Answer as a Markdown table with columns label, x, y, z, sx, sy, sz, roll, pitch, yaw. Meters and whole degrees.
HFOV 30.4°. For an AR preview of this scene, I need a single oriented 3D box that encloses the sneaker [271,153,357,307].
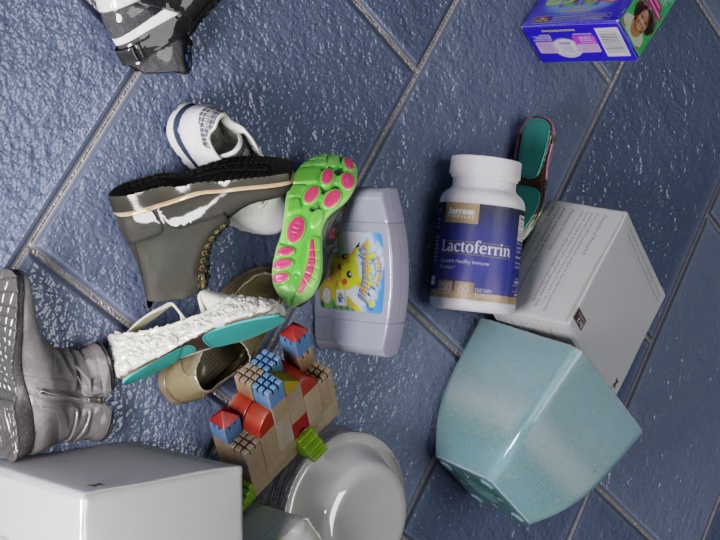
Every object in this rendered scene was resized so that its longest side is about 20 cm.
| label | x | y | z | sx | sy | sz | roll | pitch | yaw |
| --- | --- | --- | --- | --- | --- | --- | --- | --- | --- |
| sneaker | -0.059 | -0.048 | 1.542 | 0.076 | 0.084 | 0.201 | 20 | 67 | 3 |

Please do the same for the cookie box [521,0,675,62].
| label | x | y | z | sx | sy | sz | roll | pitch | yaw |
| --- | --- | --- | --- | --- | --- | --- | --- | --- | --- |
| cookie box | 0.349 | -0.385 | 1.853 | 0.201 | 0.170 | 0.075 | -55 | 128 | -24 |

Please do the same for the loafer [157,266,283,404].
| label | x | y | z | sx | sy | sz | roll | pitch | yaw |
| --- | --- | --- | --- | --- | --- | --- | --- | --- | --- |
| loafer | -0.144 | 0.077 | 1.505 | 0.200 | 0.067 | 0.076 | -53 | 125 | -26 |

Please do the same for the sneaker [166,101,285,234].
| label | x | y | z | sx | sy | sz | roll | pitch | yaw |
| --- | --- | --- | --- | --- | --- | --- | --- | --- | --- |
| sneaker | -0.134 | -0.107 | 1.492 | 0.200 | 0.080 | 0.077 | 48 | 59 | -38 |

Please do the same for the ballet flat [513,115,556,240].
| label | x | y | z | sx | sy | sz | roll | pitch | yaw |
| --- | --- | --- | --- | --- | --- | --- | --- | --- | --- |
| ballet flat | 0.232 | -0.115 | 1.846 | 0.071 | 0.069 | 0.202 | 40 | 64 | -66 |

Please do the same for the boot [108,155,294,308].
| label | x | y | z | sx | sy | sz | roll | pitch | yaw |
| --- | --- | --- | --- | --- | --- | --- | --- | --- | --- |
| boot | -0.157 | -0.041 | 1.429 | 0.078 | 0.198 | 0.139 | -71 | 151 | -66 |

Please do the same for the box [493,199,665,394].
| label | x | y | z | sx | sy | sz | roll | pitch | yaw |
| --- | --- | --- | --- | --- | --- | --- | --- | --- | --- |
| box | 0.307 | 0.044 | 1.854 | 0.201 | 0.130 | 0.199 | -58 | 137 | -23 |

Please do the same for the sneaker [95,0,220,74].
| label | x | y | z | sx | sy | sz | roll | pitch | yaw |
| --- | --- | --- | --- | --- | --- | --- | --- | --- | --- |
| sneaker | -0.187 | -0.275 | 1.443 | 0.199 | 0.073 | 0.113 | -28 | 115 | -29 |

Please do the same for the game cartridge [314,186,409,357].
| label | x | y | z | sx | sy | sz | roll | pitch | yaw |
| --- | --- | --- | --- | --- | --- | --- | --- | --- | --- |
| game cartridge | 0.000 | 0.000 | 1.588 | 0.040 | 0.133 | 0.202 | -6 | 97 | -49 |

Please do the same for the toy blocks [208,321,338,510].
| label | x | y | z | sx | sy | sz | roll | pitch | yaw |
| --- | --- | --- | --- | --- | --- | --- | --- | --- | --- |
| toy blocks | -0.099 | 0.153 | 1.501 | 0.200 | 0.099 | 0.137 | -43 | 142 | -31 |

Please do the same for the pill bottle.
| label | x | y | z | sx | sy | sz | roll | pitch | yaw |
| --- | --- | --- | --- | --- | --- | --- | --- | --- | --- |
| pill bottle | 0.155 | -0.046 | 1.739 | 0.115 | 0.115 | 0.202 | 7 | 88 | -42 |

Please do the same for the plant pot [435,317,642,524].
| label | x | y | z | sx | sy | sz | roll | pitch | yaw |
| --- | --- | --- | --- | --- | --- | --- | --- | --- | --- |
| plant pot | 0.215 | 0.216 | 1.772 | 0.200 | 0.196 | 0.196 | -52 | 125 | -16 |

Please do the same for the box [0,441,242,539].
| label | x | y | z | sx | sy | sz | roll | pitch | yaw |
| --- | --- | --- | --- | --- | --- | --- | --- | --- | --- |
| box | -0.251 | 0.277 | 1.334 | 0.199 | 0.198 | 0.173 | -4 | 95 | -44 |

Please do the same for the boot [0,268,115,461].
| label | x | y | z | sx | sy | sz | roll | pitch | yaw |
| --- | --- | --- | --- | --- | --- | --- | --- | --- | --- |
| boot | -0.317 | 0.088 | 1.359 | 0.131 | 0.069 | 0.202 | -13 | 111 | -46 |

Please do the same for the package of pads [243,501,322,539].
| label | x | y | z | sx | sy | sz | roll | pitch | yaw |
| --- | --- | --- | --- | --- | --- | --- | --- | --- | --- |
| package of pads | -0.150 | 0.344 | 1.462 | 0.200 | 0.154 | 0.068 | -47 | 122 | -30 |

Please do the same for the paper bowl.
| label | x | y | z | sx | sy | sz | roll | pitch | yaw |
| --- | --- | --- | --- | --- | --- | --- | --- | --- | --- |
| paper bowl | -0.024 | 0.294 | 1.610 | 0.200 | 0.104 | 0.203 | -5 | 97 | -43 |

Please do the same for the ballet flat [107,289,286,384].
| label | x | y | z | sx | sy | sz | roll | pitch | yaw |
| --- | --- | --- | --- | --- | --- | --- | --- | --- | --- |
| ballet flat | -0.181 | 0.058 | 1.422 | 0.199 | 0.072 | 0.072 | -21 | 111 | -5 |
